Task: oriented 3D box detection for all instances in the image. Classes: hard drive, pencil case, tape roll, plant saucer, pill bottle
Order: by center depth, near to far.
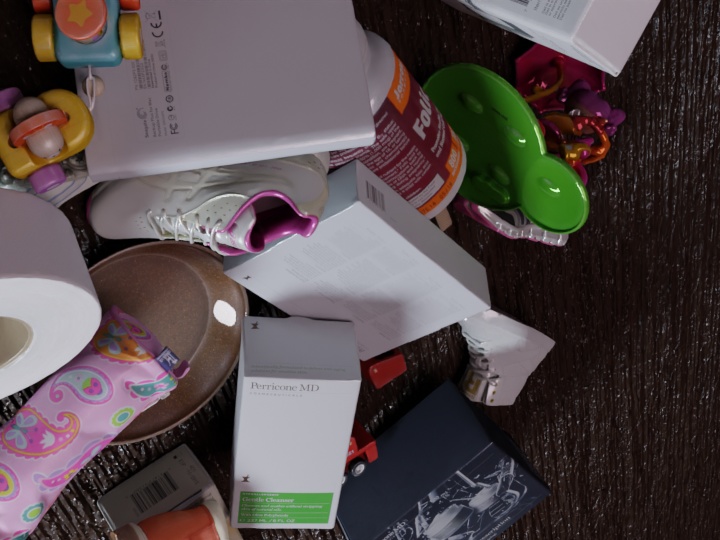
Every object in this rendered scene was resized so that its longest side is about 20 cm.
[{"bbox_3d":[-0.282,0.029,0.630,0.202,0.071,0.203,-22,159,-9],"label":"tape roll"},{"bbox_3d":[-0.098,-0.141,0.664,0.199,0.026,0.133,-9,81,-9],"label":"hard drive"},{"bbox_3d":[-0.230,0.122,0.738,0.200,0.087,0.088,-45,136,-8],"label":"pencil case"},{"bbox_3d":[-0.001,-0.130,0.795,0.114,0.114,0.200,-50,137,-2],"label":"pill bottle"},{"bbox_3d":[-0.192,0.058,0.814,0.200,0.037,0.201,-21,128,-29],"label":"plant saucer"}]

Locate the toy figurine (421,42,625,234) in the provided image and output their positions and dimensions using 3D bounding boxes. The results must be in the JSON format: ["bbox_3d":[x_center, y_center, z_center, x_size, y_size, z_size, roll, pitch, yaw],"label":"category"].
[{"bbox_3d":[0.186,-0.151,0.904,0.184,0.200,0.150,-37,157,-31],"label":"toy figurine"}]

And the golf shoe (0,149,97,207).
[{"bbox_3d":[-0.254,-0.059,0.680,0.199,0.078,0.097,-24,153,-25],"label":"golf shoe"}]

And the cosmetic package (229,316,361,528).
[{"bbox_3d":[-0.066,0.145,0.877,0.107,0.085,0.201,2,127,-8],"label":"cosmetic package"}]

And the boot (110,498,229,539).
[{"bbox_3d":[-0.160,0.301,0.871,0.107,0.075,0.201,-21,128,-30],"label":"boot"}]

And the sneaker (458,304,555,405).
[{"bbox_3d":[0.149,0.102,1.099,0.200,0.074,0.116,28,94,-47],"label":"sneaker"}]

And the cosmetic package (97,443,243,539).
[{"bbox_3d":[-0.174,0.282,0.948,0.105,0.071,0.201,-33,133,-18],"label":"cosmetic package"}]

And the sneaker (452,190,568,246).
[{"bbox_3d":[0.174,-0.083,1.003,0.199,0.074,0.088,7,111,-46],"label":"sneaker"}]

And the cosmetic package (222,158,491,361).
[{"bbox_3d":[0.000,0.000,0.837,0.150,0.052,0.200,-27,138,27],"label":"cosmetic package"}]

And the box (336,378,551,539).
[{"bbox_3d":[0.091,0.258,1.103,0.200,0.104,0.182,-41,136,6],"label":"box"}]

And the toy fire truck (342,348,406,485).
[{"bbox_3d":[-0.038,0.170,1.005,0.199,0.049,0.142,-29,132,-21],"label":"toy fire truck"}]

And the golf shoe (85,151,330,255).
[{"bbox_3d":[-0.119,-0.050,0.721,0.199,0.092,0.075,-14,144,8],"label":"golf shoe"}]

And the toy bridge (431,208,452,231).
[{"bbox_3d":[0.014,0.006,0.957,0.200,0.027,0.067,-40,135,-11],"label":"toy bridge"}]

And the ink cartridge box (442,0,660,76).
[{"bbox_3d":[0.154,-0.269,0.772,0.084,0.200,0.146,16,106,-47],"label":"ink cartridge box"}]

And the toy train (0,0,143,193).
[{"bbox_3d":[-0.230,-0.136,0.596,0.150,0.056,0.200,36,86,-7],"label":"toy train"}]
